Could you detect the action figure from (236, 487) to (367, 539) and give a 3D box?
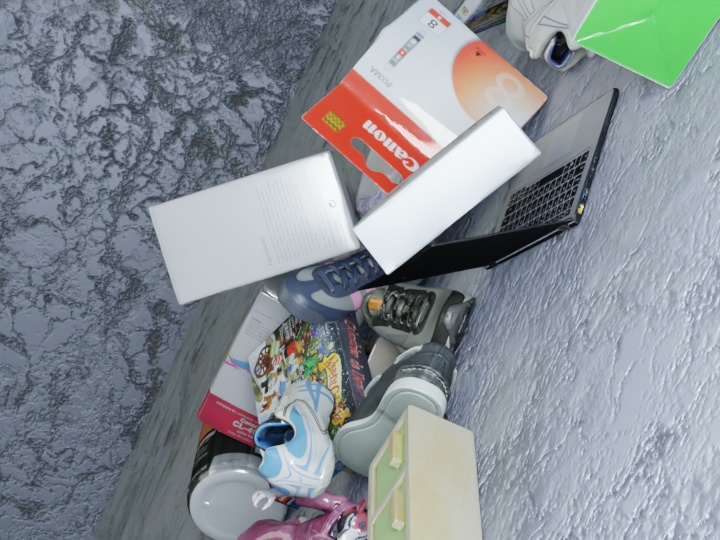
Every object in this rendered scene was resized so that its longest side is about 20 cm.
[{"bbox_3d":[-0.035,0.268,1.257,0.200,0.148,0.135,-34,64,37],"label":"action figure"}]

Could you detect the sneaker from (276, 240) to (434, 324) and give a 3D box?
[{"bbox_3d":[0.000,0.000,1.382,0.199,0.070,0.082,-13,-33,-47],"label":"sneaker"}]

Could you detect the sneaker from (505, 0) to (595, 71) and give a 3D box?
[{"bbox_3d":[0.182,-0.233,1.279,0.200,0.074,0.088,176,113,-77],"label":"sneaker"}]

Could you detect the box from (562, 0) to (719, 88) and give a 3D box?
[{"bbox_3d":[0.244,-0.275,1.031,0.177,0.096,0.201,-87,24,-55],"label":"box"}]

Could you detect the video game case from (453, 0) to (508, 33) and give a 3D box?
[{"bbox_3d":[0.178,-0.312,1.363,0.143,0.018,0.200,-27,-12,-34],"label":"video game case"}]

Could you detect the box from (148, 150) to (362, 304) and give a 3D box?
[{"bbox_3d":[-0.105,-0.049,1.426,0.152,0.199,0.107,-66,-41,-85],"label":"box"}]

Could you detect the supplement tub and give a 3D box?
[{"bbox_3d":[-0.142,0.229,1.649,0.123,0.122,0.200,-59,14,29],"label":"supplement tub"}]

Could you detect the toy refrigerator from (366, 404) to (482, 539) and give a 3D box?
[{"bbox_3d":[0.045,0.198,1.031,0.076,0.070,0.200,-59,13,28],"label":"toy refrigerator"}]

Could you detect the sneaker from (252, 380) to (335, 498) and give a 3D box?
[{"bbox_3d":[-0.064,0.147,1.256,0.072,0.072,0.200,-62,12,12],"label":"sneaker"}]

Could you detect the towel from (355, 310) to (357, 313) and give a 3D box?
[{"bbox_3d":[-0.031,0.061,1.543,0.148,0.024,0.200,-65,4,-13],"label":"towel"}]

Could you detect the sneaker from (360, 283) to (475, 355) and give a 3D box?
[{"bbox_3d":[0.051,0.048,1.278,0.074,0.079,0.200,-66,13,-9],"label":"sneaker"}]

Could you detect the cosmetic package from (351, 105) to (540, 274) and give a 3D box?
[{"bbox_3d":[0.072,-0.072,1.109,0.151,0.052,0.200,-41,2,8],"label":"cosmetic package"}]

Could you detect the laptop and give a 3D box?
[{"bbox_3d":[0.108,-0.066,1.160,0.201,0.115,0.187,-70,13,-17],"label":"laptop"}]

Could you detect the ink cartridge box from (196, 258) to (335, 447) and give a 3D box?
[{"bbox_3d":[-0.105,0.084,1.579,0.201,0.085,0.148,-59,3,29],"label":"ink cartridge box"}]

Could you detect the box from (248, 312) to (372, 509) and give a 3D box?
[{"bbox_3d":[-0.050,0.125,1.381,0.137,0.038,0.201,-45,37,25],"label":"box"}]

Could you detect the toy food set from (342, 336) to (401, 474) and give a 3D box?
[{"bbox_3d":[-0.022,0.137,1.458,0.144,0.060,0.200,-67,12,-6],"label":"toy food set"}]

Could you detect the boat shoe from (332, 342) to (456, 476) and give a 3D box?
[{"bbox_3d":[0.035,0.130,1.215,0.200,0.075,0.061,-45,14,54],"label":"boat shoe"}]

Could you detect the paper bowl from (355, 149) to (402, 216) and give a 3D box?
[{"bbox_3d":[0.082,-0.131,1.422,0.201,0.104,0.201,-61,13,24],"label":"paper bowl"}]

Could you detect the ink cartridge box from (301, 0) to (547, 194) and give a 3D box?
[{"bbox_3d":[0.064,-0.157,1.267,0.200,0.162,0.050,-46,-5,-40],"label":"ink cartridge box"}]
